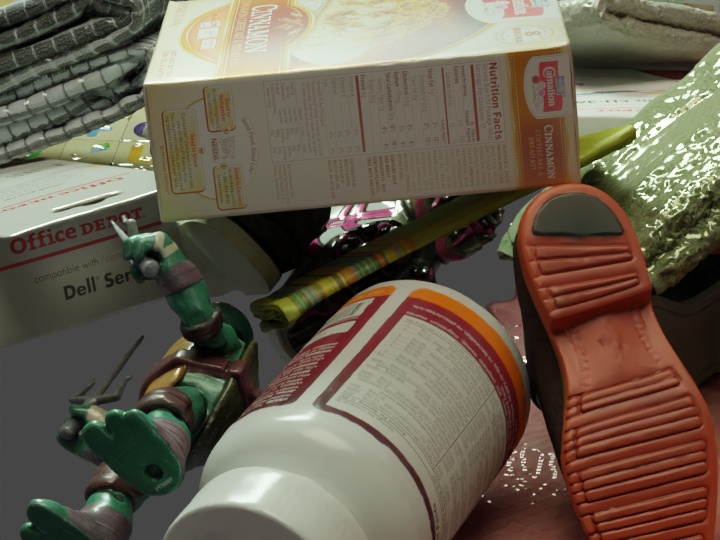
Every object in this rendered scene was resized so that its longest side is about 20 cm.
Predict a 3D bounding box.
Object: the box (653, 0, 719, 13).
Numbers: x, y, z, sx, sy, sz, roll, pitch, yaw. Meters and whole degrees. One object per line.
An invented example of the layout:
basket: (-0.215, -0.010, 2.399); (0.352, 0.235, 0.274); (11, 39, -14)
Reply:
box: (0.202, -0.215, 1.655); (0.200, 0.113, 0.101); (5, 28, 13)

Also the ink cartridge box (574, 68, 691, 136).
ink cartridge box: (0.168, -0.067, 1.385); (0.116, 0.068, 0.200); (1, 15, 0)

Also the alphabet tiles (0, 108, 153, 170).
alphabet tiles: (-0.170, -0.065, 1.490); (0.166, 0.006, 0.200); (2, 28, 5)

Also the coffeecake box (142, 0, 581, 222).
coffeecake box: (0.002, -0.089, 1.192); (0.200, 0.073, 0.154); (-5, 20, 2)

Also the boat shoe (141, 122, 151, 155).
boat shoe: (-0.081, -0.079, 1.376); (0.069, 0.200, 0.072); (30, 76, 0)

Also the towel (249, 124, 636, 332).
towel: (0.041, -0.020, 1.203); (0.200, 0.018, 0.086); (-27, 6, -11)

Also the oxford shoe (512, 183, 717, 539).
oxford shoe: (0.117, 0.062, 1.125); (0.071, 0.200, 0.073); (-8, -15, -9)

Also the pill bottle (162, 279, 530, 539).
pill bottle: (-0.006, 0.093, 1.091); (0.110, 0.110, 0.200); (12, 31, 21)

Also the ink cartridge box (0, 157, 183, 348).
ink cartridge box: (-0.170, -0.010, 1.267); (0.117, 0.067, 0.200); (-18, 14, -28)

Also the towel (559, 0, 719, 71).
towel: (0.168, -0.138, 1.485); (0.200, 0.034, 0.133); (6, -9, -40)

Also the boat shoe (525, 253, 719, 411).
boat shoe: (0.142, 0.027, 1.250); (0.066, 0.075, 0.199); (23, 36, 40)

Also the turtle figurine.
turtle figurine: (-0.094, 0.053, 1.144); (0.101, 0.150, 0.200); (17, 31, 1)

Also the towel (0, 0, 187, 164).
towel: (-0.198, -0.120, 1.418); (0.200, 0.086, 0.166); (-19, 12, 9)

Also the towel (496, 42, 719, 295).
towel: (0.170, -0.057, 1.241); (0.200, 0.036, 0.148); (-37, 21, -15)

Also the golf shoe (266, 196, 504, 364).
golf shoe: (0.000, 0.000, 1.322); (0.092, 0.073, 0.200); (-15, 17, 38)

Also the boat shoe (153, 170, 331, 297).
boat shoe: (-0.078, -0.029, 1.306); (0.063, 0.074, 0.201); (-49, 21, -16)
